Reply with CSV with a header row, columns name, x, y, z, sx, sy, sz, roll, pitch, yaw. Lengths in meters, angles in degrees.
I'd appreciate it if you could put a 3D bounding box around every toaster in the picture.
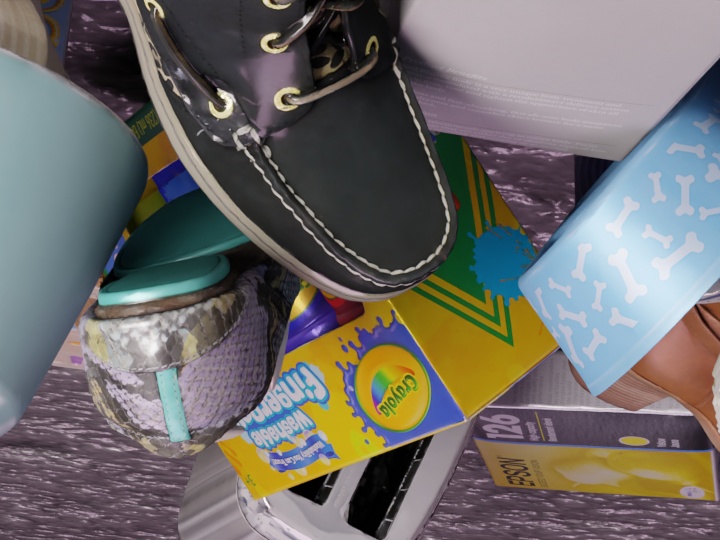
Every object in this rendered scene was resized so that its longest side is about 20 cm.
name,x,y,z,sx,sy,sz,roll,pitch,yaw
toaster,-0.015,0.094,1.226,0.113,0.201,0.129,31,158,-8

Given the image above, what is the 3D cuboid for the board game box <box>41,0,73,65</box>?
name,x,y,z,sx,sy,sz,roll,pitch,yaw
board game box,-0.221,-0.065,0.951,0.199,0.106,0.103,8,162,-8

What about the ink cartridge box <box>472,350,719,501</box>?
name,x,y,z,sx,sy,sz,roll,pitch,yaw
ink cartridge box,0.113,0.091,1.419,0.199,0.047,0.198,0,162,11

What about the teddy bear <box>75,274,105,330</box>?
name,x,y,z,sx,sy,sz,roll,pitch,yaw
teddy bear,-0.126,-0.008,1.185,0.199,0.067,0.145,28,143,-36

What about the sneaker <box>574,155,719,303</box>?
name,x,y,z,sx,sy,sz,roll,pitch,yaw
sneaker,0.195,-0.009,1.021,0.198,0.081,0.115,-4,157,25

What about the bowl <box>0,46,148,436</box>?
name,x,y,z,sx,sy,sz,roll,pitch,yaw
bowl,-0.173,0.000,0.761,0.199,0.106,0.201,6,162,2

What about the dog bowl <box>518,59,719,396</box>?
name,x,y,z,sx,sy,sz,roll,pitch,yaw
dog bowl,0.114,-0.025,0.885,0.050,0.112,0.200,42,-158,2

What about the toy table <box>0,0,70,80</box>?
name,x,y,z,sx,sy,sz,roll,pitch,yaw
toy table,-0.151,-0.096,0.815,0.199,0.118,0.184,16,160,-25

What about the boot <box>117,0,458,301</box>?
name,x,y,z,sx,sy,sz,roll,pitch,yaw
boot,-0.013,-0.082,0.694,0.204,0.073,0.154,59,157,-10

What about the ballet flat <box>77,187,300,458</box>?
name,x,y,z,sx,sy,sz,roll,pitch,yaw
ballet flat,-0.053,0.019,0.796,0.072,0.073,0.200,5,-168,3

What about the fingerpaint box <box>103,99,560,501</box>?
name,x,y,z,sx,sy,sz,roll,pitch,yaw
fingerpaint box,-0.026,-0.007,0.964,0.073,0.167,0.200,-36,-175,-29

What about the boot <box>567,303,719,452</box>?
name,x,y,z,sx,sy,sz,roll,pitch,yaw
boot,0.221,0.040,1.200,0.199,0.077,0.155,21,154,-20

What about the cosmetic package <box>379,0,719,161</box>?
name,x,y,z,sx,sy,sz,roll,pitch,yaw
cosmetic package,0.068,-0.109,0.752,0.106,0.091,0.200,10,159,-11

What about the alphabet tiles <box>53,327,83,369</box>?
name,x,y,z,sx,sy,sz,roll,pitch,yaw
alphabet tiles,-0.096,0.053,1.418,0.194,0.015,0.200,7,162,-3

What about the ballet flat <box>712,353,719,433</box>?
name,x,y,z,sx,sy,sz,roll,pitch,yaw
ballet flat,0.190,0.056,1.045,0.071,0.072,0.200,-5,170,32
